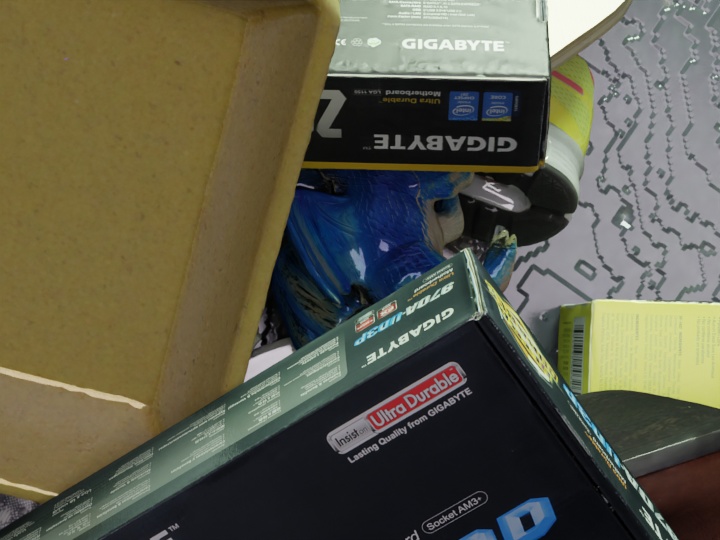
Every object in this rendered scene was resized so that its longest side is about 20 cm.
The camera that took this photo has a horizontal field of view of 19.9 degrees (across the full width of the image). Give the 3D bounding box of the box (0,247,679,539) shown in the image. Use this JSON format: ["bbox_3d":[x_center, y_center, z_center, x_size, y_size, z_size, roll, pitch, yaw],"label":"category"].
[{"bbox_3d":[-0.003,0.108,0.669,0.200,0.046,0.159,-31,114,12],"label":"box"}]

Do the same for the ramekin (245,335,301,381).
[{"bbox_3d":[-0.006,0.127,0.796,0.202,0.094,0.203,1,83,-4],"label":"ramekin"}]

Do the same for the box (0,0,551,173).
[{"bbox_3d":[-0.033,-0.108,0.737,0.200,0.049,0.160,1,47,0],"label":"box"}]

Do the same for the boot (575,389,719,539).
[{"bbox_3d":[0.127,0.140,0.759,0.188,0.068,0.200,-12,106,-36],"label":"boot"}]

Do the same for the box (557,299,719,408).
[{"bbox_3d":[0.184,0.040,0.833,0.200,0.075,0.050,3,87,-6],"label":"box"}]

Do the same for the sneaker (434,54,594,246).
[{"bbox_3d":[0.004,-0.084,0.832,0.200,0.078,0.090,25,54,5],"label":"sneaker"}]

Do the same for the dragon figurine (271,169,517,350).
[{"bbox_3d":[0.000,0.000,0.743,0.099,0.059,0.200,-7,55,-14],"label":"dragon figurine"}]

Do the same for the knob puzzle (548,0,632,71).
[{"bbox_3d":[0.025,-0.130,0.810,0.219,0.030,0.220,1,51,-1],"label":"knob puzzle"}]

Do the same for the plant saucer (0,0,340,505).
[{"bbox_3d":[-0.123,-0.030,0.659,0.200,0.048,0.200,15,114,-3],"label":"plant saucer"}]

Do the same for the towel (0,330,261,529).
[{"bbox_3d":[-0.160,0.043,0.718,0.200,0.035,0.193,35,84,-4],"label":"towel"}]
